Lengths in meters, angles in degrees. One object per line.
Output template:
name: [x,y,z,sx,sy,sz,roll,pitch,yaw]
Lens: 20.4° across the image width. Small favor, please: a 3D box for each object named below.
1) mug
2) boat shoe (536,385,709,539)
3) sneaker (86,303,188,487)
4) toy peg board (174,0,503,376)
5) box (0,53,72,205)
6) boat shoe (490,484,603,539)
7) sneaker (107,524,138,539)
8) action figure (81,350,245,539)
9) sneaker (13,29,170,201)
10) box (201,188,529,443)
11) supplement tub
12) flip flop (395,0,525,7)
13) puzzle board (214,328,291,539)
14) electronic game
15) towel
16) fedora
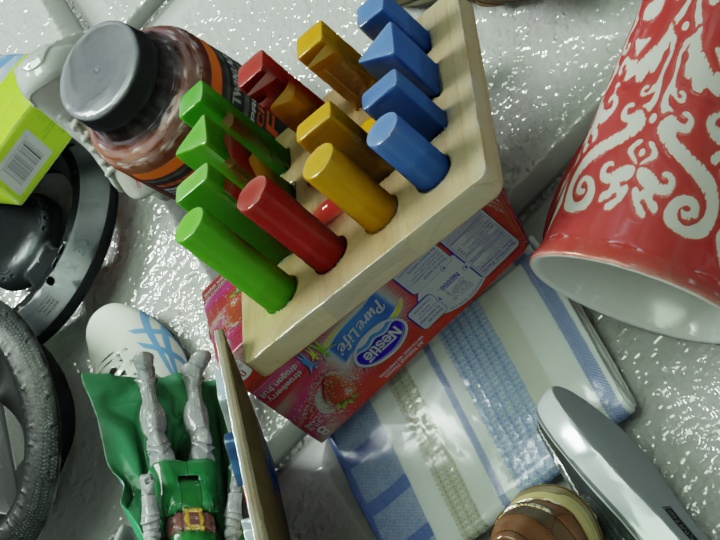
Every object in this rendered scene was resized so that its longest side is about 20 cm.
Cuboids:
mug: [0.178,-0.078,1.196,0.176,0.133,0.202,12,76,38]
boat shoe: [0.156,0.152,1.151,0.057,0.068,0.200,-48,59,18]
sneaker: [-0.157,0.096,1.421,0.072,0.072,0.201,-42,51,19]
toy peg board: [-0.026,-0.078,1.226,0.199,0.098,0.201,-38,33,24]
box: [-0.281,-0.113,1.569,0.122,0.048,0.199,-55,27,-14]
boat shoe: [0.119,0.222,1.112,0.072,0.067,0.202,-21,91,31]
sneaker: [-0.116,0.230,1.339,0.199,0.076,0.081,16,73,39]
action figure: [-0.115,0.149,1.323,0.055,0.117,0.201,112,151,-55]
sneaker: [-0.172,-0.104,1.439,0.077,0.200,0.100,-27,67,20]
box: [0.000,0.000,1.305,0.200,0.099,0.096,-45,30,16]
supplement tub: [-0.115,-0.100,1.382,0.106,0.199,0.108,-14,65,32]
flip flop: [0.081,-0.212,1.376,0.199,0.057,0.082,-1,76,53]
puzzle board: [-0.061,0.149,1.253,0.017,0.201,0.152,-14,59,-1]
electronic game: [-0.262,-0.022,1.568,0.199,0.042,0.202,-23,52,33]
towel: [0.073,0.091,1.277,0.200,0.024,0.147,-42,52,18]
fedora: [-0.266,0.116,1.470,0.199,0.091,0.203,1,93,32]
